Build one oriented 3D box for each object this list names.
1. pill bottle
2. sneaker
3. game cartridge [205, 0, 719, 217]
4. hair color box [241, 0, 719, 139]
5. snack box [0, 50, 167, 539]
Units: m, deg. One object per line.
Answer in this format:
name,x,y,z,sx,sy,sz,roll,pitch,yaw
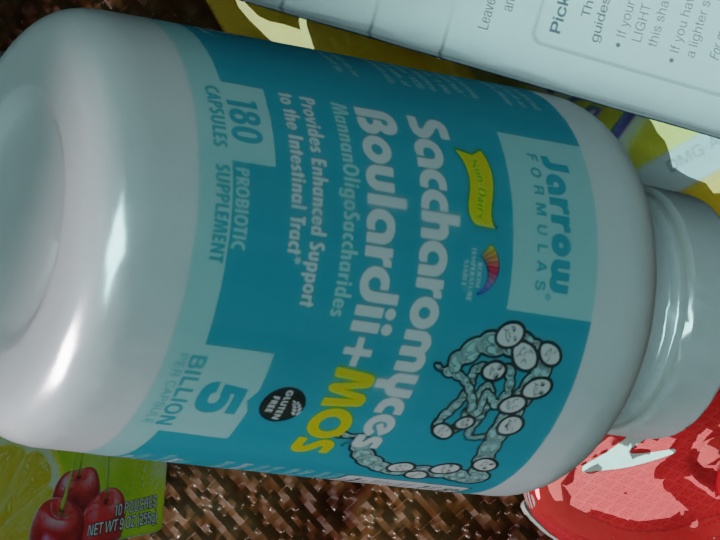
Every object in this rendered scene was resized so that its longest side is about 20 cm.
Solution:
pill bottle,0.000,0.000,0.752,0.199,0.111,0.111,8,98,-29
sneaker,0.143,0.056,0.811,0.199,0.085,0.077,1,95,6
game cartridge,0.066,-0.083,0.833,0.200,0.032,0.177,-30,92,8
hair color box,0.050,-0.103,0.788,0.199,0.061,0.100,17,98,5
snack box,-0.125,0.011,0.781,0.053,0.200,0.143,8,98,31
